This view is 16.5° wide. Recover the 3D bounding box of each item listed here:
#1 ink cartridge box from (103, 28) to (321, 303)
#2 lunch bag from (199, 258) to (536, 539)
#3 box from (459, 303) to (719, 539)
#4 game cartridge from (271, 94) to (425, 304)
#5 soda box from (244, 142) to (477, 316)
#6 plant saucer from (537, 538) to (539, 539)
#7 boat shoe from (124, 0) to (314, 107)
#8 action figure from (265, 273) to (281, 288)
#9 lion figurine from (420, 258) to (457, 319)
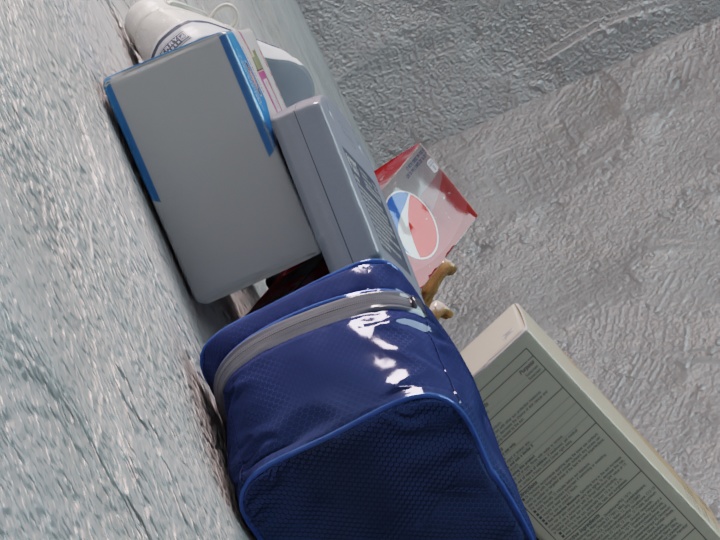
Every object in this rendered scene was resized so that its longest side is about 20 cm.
[{"bbox_3d":[-0.083,-0.070,1.529,0.200,0.084,0.145,-82,149,-84],"label":"ink cartridge box"},{"bbox_3d":[0.006,0.100,1.354,0.133,0.135,0.200,-109,175,-47],"label":"lunch bag"},{"bbox_3d":[0.139,0.128,1.634,0.200,0.095,0.078,48,8,-10],"label":"box"},{"bbox_3d":[-0.007,-0.036,1.502,0.134,0.041,0.200,65,5,11],"label":"game cartridge"},{"bbox_3d":[0.000,0.000,1.639,0.070,0.063,0.200,52,41,-10],"label":"soda box"},{"bbox_3d":[0.078,0.151,1.661,0.200,0.037,0.200,46,10,-10],"label":"plant saucer"},{"bbox_3d":[-0.106,-0.147,1.726,0.086,0.075,0.202,45,12,25],"label":"boat shoe"},{"bbox_3d":[-0.028,-0.021,1.792,0.102,0.119,0.200,49,9,-45],"label":"action figure"},{"bbox_3d":[0.016,0.053,1.852,0.072,0.123,0.200,32,-16,19],"label":"lion figurine"}]
